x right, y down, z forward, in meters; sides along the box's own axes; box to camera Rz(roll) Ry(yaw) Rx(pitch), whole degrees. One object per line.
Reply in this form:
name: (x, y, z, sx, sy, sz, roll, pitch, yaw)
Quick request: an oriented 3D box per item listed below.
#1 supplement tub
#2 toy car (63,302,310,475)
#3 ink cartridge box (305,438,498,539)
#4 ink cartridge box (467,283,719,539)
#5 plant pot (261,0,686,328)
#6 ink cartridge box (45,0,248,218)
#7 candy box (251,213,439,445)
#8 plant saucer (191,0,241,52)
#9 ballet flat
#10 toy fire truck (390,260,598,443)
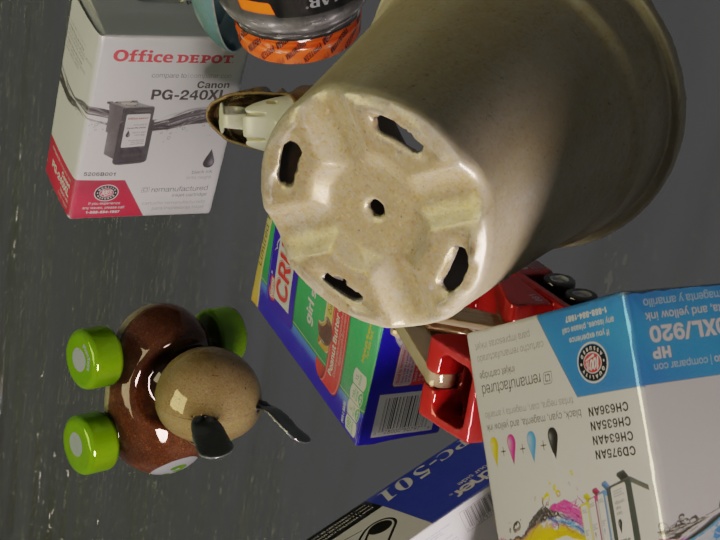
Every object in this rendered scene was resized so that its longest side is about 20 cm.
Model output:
supplement tub: (-0.053, -0.259, 1.145, 0.123, 0.122, 0.200, -125, 21, -45)
toy car: (-0.139, 0.126, 1.379, 0.200, 0.164, 0.158, 23, 115, 46)
ink cartridge box: (0.023, 0.176, 1.005, 0.094, 0.200, 0.044, 2, 119, 62)
ink cartridge box: (0.161, 0.114, 0.786, 0.147, 0.145, 0.200, -21, 76, 61)
plant pot: (0.048, -0.066, 0.851, 0.200, 0.183, 0.201, 17, 125, 26)
ink cartridge box: (-0.197, -0.152, 1.446, 0.083, 0.145, 0.200, 59, 143, 43)
candy box: (0.000, 0.000, 1.160, 0.200, 0.077, 0.169, 52, 138, 49)
plant saucer: (-0.109, -0.277, 1.268, 0.200, 0.027, 0.200, 5, -90, -82)
ballet flat: (-0.074, -0.122, 1.291, 0.200, 0.072, 0.068, 22, 112, 60)
toy fire truck: (0.071, 0.033, 0.955, 0.200, 0.141, 0.049, 39, 127, 55)
